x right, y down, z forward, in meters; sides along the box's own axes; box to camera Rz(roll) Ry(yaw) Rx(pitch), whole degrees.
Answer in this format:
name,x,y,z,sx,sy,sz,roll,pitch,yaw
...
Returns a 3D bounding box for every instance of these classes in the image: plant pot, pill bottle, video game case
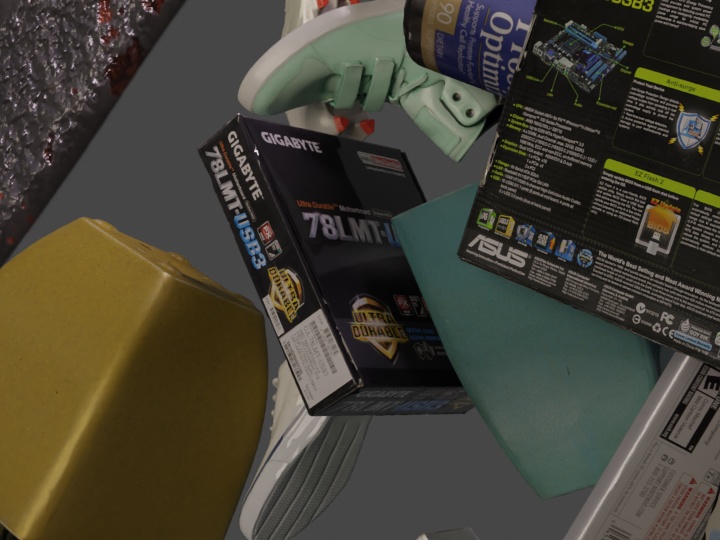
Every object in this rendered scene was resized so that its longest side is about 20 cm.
name,x,y,z,sx,sy,sz,roll,pitch,yaw
plant pot,0.137,0.035,0.951,0.141,0.141,0.201,-21,84,26
pill bottle,0.137,-0.152,0.930,0.199,0.112,0.113,23,96,20
plant pot,-0.181,0.081,1.086,0.194,0.195,0.201,30,92,39
video game case,0.225,0.160,0.885,0.181,0.022,0.201,27,99,-11

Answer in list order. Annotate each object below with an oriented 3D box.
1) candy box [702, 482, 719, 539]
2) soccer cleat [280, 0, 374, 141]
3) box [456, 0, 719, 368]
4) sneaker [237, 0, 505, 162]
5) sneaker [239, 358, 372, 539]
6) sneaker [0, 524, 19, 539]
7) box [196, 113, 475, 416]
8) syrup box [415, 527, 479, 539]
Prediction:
name,x,y,z,sx,sy,sz,roll,pitch,yaw
candy box,0.282,0.111,0.829,0.136,0.061,0.201,21,83,-12
soccer cleat,-0.036,-0.177,1.113,0.077,0.069,0.202,-16,73,45
box,0.166,-0.064,0.808,0.199,0.047,0.194,23,98,35
sneaker,0.022,-0.123,1.024,0.199,0.074,0.119,-22,75,-14
sneaker,-0.036,0.107,1.084,0.071,0.073,0.201,34,95,44
sneaker,-0.263,0.201,1.148,0.199,0.115,0.074,0,70,44
box,0.000,0.000,0.992,0.050,0.199,0.200,-33,69,28
syrup box,0.015,0.273,1.019,0.200,0.079,0.082,-46,65,17
